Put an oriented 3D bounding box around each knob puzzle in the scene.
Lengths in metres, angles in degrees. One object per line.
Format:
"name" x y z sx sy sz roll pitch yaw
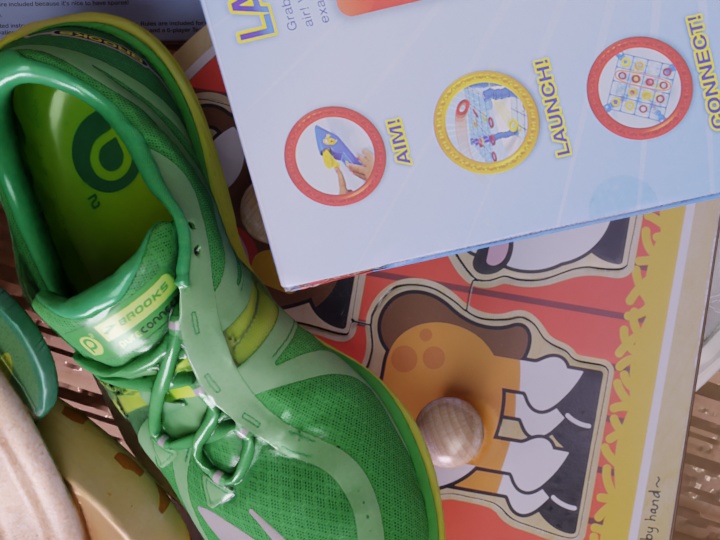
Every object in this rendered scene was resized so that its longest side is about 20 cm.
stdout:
"knob puzzle" 0.000 0.000 0.801 0.219 0.030 0.220 -1 87 12

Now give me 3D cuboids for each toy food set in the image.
"toy food set" -0.139 0.022 0.829 0.049 0.200 0.198 -39 122 -23

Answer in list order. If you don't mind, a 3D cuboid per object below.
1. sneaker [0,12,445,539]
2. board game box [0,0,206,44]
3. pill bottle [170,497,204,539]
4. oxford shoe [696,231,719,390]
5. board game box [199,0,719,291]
"sneaker" -0.051 0.021 0.760 0.074 0.084 0.200 -37 82 22
"board game box" -0.134 -0.117 0.835 0.200 0.019 0.103 0 117 3
"pill bottle" 0.026 0.140 0.899 0.112 0.112 0.200 -30 111 16
"oxford shoe" 0.106 -0.017 0.840 0.058 0.075 0.200 37 106 -19
"board game box" 0.051 -0.113 0.720 0.195 0.056 0.200 -12 105 11
